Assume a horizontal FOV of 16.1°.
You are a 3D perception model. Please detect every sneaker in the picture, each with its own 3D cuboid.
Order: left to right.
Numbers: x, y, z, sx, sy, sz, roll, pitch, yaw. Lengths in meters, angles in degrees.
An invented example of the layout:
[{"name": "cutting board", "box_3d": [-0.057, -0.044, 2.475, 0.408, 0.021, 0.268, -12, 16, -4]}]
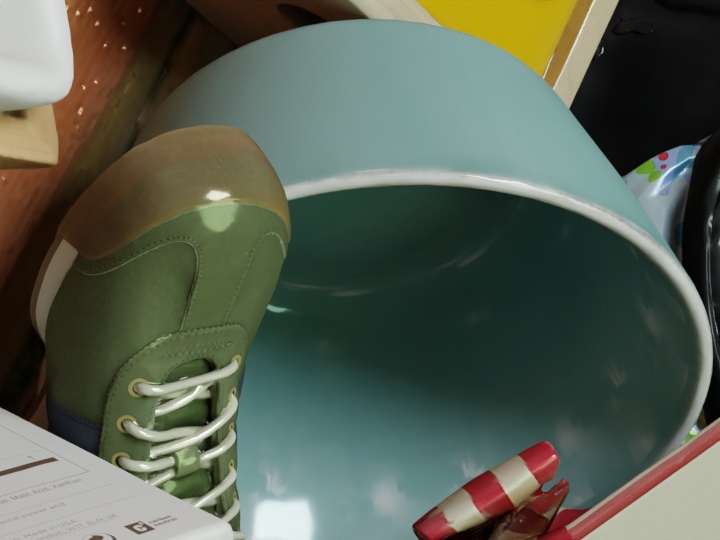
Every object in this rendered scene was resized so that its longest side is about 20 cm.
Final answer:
[{"name": "sneaker", "box_3d": [-0.052, 0.057, 0.680, 0.067, 0.090, 0.200, -9, 146, -30]}]

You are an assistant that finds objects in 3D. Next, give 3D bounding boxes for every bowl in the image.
[{"name": "bowl", "box_3d": [0.000, 0.000, 0.781, 0.201, 0.200, 0.105, 52, 23, -47]}]

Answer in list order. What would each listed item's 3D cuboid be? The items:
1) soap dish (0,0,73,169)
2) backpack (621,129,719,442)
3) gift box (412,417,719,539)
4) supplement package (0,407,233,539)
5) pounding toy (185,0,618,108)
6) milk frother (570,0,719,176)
[{"name": "soap dish", "box_3d": [-0.167, -0.103, 0.602, 0.200, 0.081, 0.158, 8, 65, -51]}, {"name": "backpack", "box_3d": [0.098, 0.046, 0.903, 0.153, 0.200, 0.164, 2, 72, -19]}, {"name": "gift box", "box_3d": [0.071, 0.147, 0.691, 0.200, 0.187, 0.185, -34, 169, -1]}, {"name": "supplement package", "box_3d": [-0.140, 0.101, 0.648, 0.120, 0.200, 0.122, -16, 115, -40]}, {"name": "pounding toy", "box_3d": [0.049, -0.142, 0.849, 0.200, 0.142, 0.184, 38, 74, -50]}, {"name": "milk frother", "box_3d": [0.154, -0.055, 0.971, 0.200, 0.188, 0.181, -42, 130, -38]}]
